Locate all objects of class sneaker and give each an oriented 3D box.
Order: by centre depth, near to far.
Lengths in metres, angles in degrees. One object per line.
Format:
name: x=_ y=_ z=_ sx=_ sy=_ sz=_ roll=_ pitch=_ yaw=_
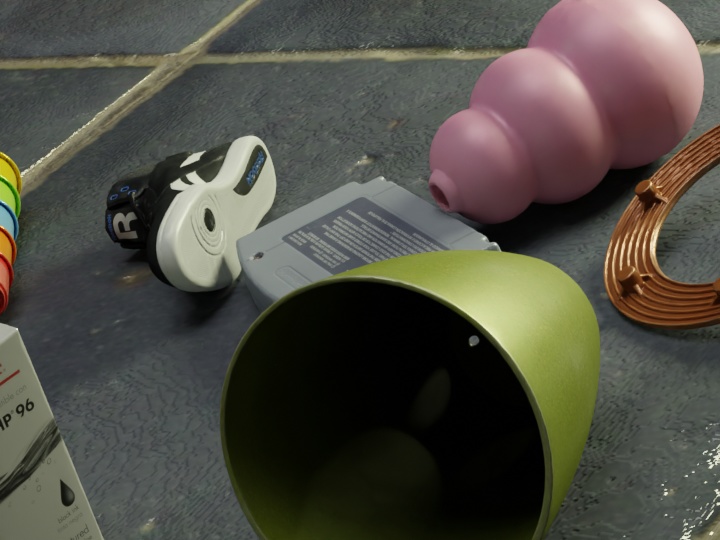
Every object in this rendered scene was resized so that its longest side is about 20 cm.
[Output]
sneaker: x=-0.137 y=-0.028 z=1.814 sx=0.112 sy=0.073 sz=0.200 roll=-13 pitch=18 yaw=21

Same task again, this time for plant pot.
plant pot: x=0.052 y=0.065 z=1.397 sx=0.187 sy=0.187 sz=0.200 roll=-5 pitch=14 yaw=27

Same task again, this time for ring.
ring: x=0.232 y=-0.042 z=1.570 sx=0.200 sy=0.019 sz=0.201 roll=-29 pitch=30 yaw=19

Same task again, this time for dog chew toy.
dog chew toy: x=0.130 y=-0.101 z=1.716 sx=0.200 sy=0.125 sz=0.125 roll=-35 pitch=29 yaw=-18

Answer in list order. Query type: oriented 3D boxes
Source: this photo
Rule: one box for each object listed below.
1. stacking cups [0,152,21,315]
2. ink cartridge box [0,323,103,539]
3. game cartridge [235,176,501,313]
stacking cups: x=-0.283 y=-0.026 z=1.911 sx=0.060 sy=0.061 sz=0.200 roll=-18 pitch=25 yaw=3
ink cartridge box: x=-0.233 y=0.105 z=1.452 sx=0.116 sy=0.200 sz=0.068 roll=-36 pitch=30 yaw=-31
game cartridge: x=0.000 y=0.000 z=1.695 sx=0.133 sy=0.041 sz=0.200 roll=-23 pitch=25 yaw=-17
